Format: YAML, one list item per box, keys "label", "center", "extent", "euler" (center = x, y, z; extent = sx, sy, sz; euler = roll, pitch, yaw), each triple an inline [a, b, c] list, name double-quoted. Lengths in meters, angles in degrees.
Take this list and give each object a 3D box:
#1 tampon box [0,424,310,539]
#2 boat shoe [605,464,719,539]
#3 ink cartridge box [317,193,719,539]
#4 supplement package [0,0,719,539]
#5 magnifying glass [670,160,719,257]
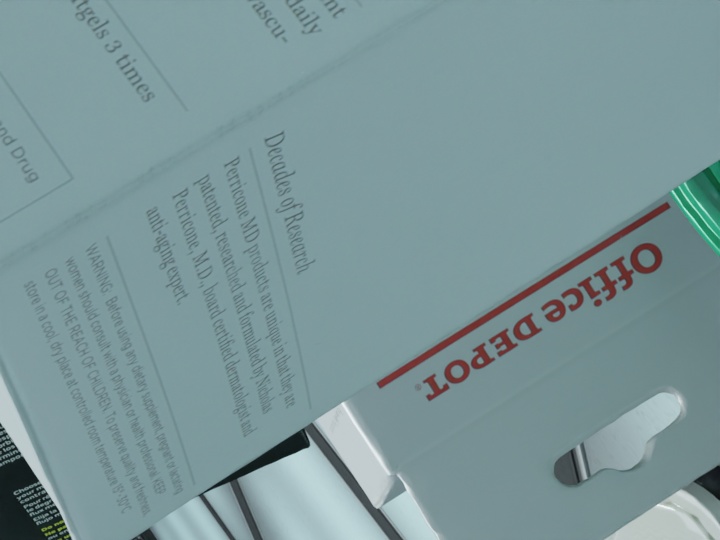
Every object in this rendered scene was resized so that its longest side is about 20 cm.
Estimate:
- label: "tampon box"
  center: [-0.118, -0.012, 0.882]
  extent: [0.200, 0.126, 0.150]
  euler: [71, 174, -60]
- label: "boat shoe"
  center: [0.130, 0.125, 0.759]
  extent: [0.074, 0.060, 0.200]
  euler: [10, 135, 50]
- label: "ink cartridge box"
  center: [0.022, -0.016, 0.703]
  extent: [0.200, 0.116, 0.068]
  euler: [57, 170, 8]
- label: "supplement package"
  center: [-0.004, -0.062, 0.474]
  extent: [0.117, 0.200, 0.117]
  euler: [53, 167, 26]
- label: "magnifying glass"
  center: [0.121, 0.011, 0.602]
  extent: [0.200, 0.022, 0.080]
  euler: [57, 169, 18]
